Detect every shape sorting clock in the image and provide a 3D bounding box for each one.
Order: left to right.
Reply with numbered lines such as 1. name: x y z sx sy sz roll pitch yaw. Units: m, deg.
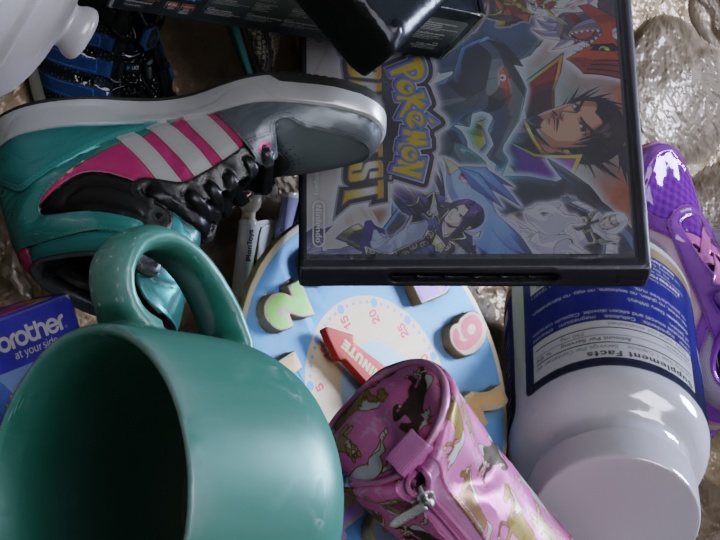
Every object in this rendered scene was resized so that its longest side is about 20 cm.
1. shape sorting clock: 0.010 0.065 1.121 0.199 0.039 0.201 11 72 -39

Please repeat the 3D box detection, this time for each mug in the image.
1. mug: -0.074 0.091 0.950 0.114 0.152 0.186 9 109 -43

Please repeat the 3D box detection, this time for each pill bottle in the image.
1. pill bottle: 0.140 0.077 1.215 0.116 0.115 0.201 44 27 -25

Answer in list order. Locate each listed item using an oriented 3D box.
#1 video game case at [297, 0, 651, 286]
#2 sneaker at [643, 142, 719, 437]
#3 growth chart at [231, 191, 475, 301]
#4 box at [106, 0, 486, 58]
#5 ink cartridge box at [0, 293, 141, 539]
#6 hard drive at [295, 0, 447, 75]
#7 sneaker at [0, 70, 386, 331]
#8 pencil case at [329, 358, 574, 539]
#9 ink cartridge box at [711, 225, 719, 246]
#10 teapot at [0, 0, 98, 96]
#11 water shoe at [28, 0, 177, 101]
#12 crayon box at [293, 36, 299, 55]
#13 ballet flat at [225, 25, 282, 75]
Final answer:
1. video game case: 0.057 -0.086 1.120 0.179 0.026 0.201 0 64 -2
2. sneaker: 0.219 0.013 1.361 0.080 0.088 0.202 -10 88 -39
3. growth chart: 0.000 0.000 1.205 0.199 0.018 0.146 -8 104 -41
4. box: -0.042 -0.199 1.088 0.199 0.046 0.160 6 60 -29
5. ink cartridge box: -0.188 0.097 1.013 0.136 0.076 0.201 -23 96 -40
6. hard drive: 0.009 -0.199 1.054 0.140 0.033 0.200 49 42 -7
7. sneaker: -0.082 -0.027 1.038 0.199 0.084 0.121 -7 64 1
8. pencil case: 0.061 0.136 1.080 0.200 0.082 0.087 52 51 -32
9. ink cartridge box: 0.319 0.050 1.437 0.144 0.083 0.201 -16 94 -44
10. teapot: -0.184 -0.149 0.972 0.146 0.200 0.198 28 46 -15
11. water shoe: -0.132 -0.122 1.094 0.071 0.079 0.201 -30 102 -39
12. crayon box: 0.025 -0.148 1.250 0.199 0.051 0.128 -20 95 -41
13. ballet flat: -0.075 -0.205 1.140 0.075 0.068 0.201 -30 89 -4
